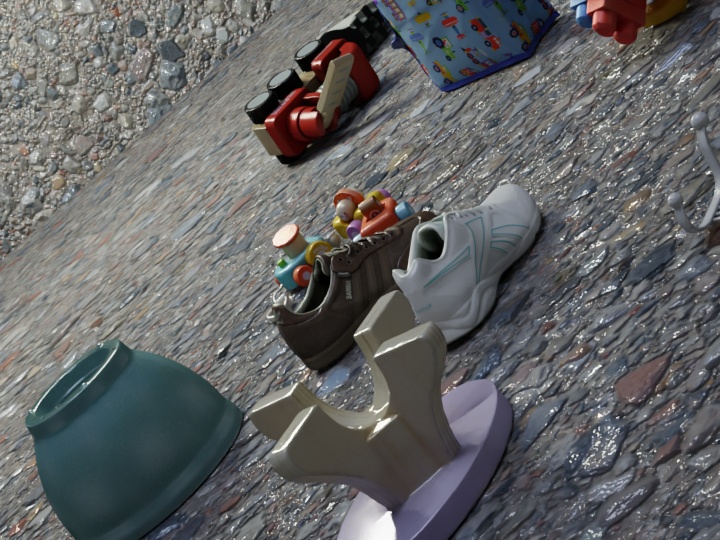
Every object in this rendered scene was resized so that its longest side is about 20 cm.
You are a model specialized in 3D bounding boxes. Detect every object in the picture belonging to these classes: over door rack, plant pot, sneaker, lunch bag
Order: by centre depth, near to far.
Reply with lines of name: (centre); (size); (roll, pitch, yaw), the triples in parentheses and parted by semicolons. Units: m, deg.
over door rack: (0.313, -0.118, 1.287); (0.200, 0.067, 0.147); (-49, 18, -28)
sneaker: (0.092, -0.025, 1.539); (0.070, 0.080, 0.200); (-30, 17, 40)
sneaker: (0.000, 0.000, 1.694); (0.200, 0.076, 0.070); (-49, 17, -26)
plant pot: (-0.230, 0.151, 1.718); (0.200, 0.134, 0.200); (-38, 15, 12)
lunch bag: (0.104, -0.295, 2.125); (0.200, 0.151, 0.094); (-23, 22, 47)
sneaker: (-0.032, -0.322, 2.693); (0.088, 0.074, 0.200); (-27, 11, 41)

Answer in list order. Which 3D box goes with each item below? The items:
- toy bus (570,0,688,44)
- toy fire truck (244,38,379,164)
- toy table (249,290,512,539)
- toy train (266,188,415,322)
toy bus: (0.269, -0.304, 1.789); (0.135, 0.199, 0.193); (-21, 60, 52)
toy fire truck: (-0.040, -0.243, 2.420); (0.199, 0.129, 0.176); (0, 41, 50)
toy table: (0.017, 0.112, 1.265); (0.183, 0.117, 0.200); (-31, 17, 31)
toy train: (-0.031, -0.035, 1.906); (0.200, 0.056, 0.150); (-34, 16, 21)
